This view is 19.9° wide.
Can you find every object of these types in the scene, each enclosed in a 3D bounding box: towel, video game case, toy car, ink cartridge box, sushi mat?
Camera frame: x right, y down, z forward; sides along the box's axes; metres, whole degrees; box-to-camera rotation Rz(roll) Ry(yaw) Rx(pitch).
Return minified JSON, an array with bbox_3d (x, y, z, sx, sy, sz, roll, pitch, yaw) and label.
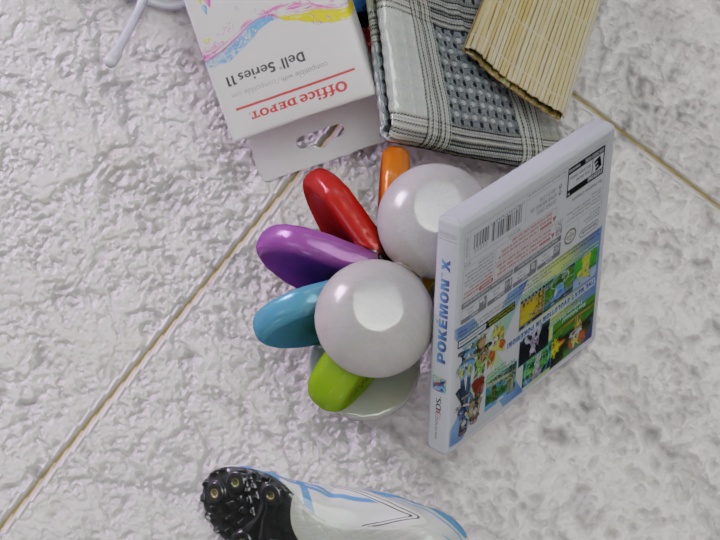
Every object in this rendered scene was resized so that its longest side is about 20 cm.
[{"bbox_3d":[0.080,-0.180,1.555,0.192,0.034,0.201,8,68,-41],"label":"towel"},{"bbox_3d":[0.114,0.009,1.449,0.022,0.183,0.200,21,35,31],"label":"video game case"},{"bbox_3d":[0.000,0.000,1.468,0.149,0.175,0.201,31,73,7],"label":"toy car"},{"bbox_3d":[-0.058,-0.171,1.520,0.116,0.067,0.201,-19,99,5],"label":"ink cartridge box"},{"bbox_3d":[0.143,-0.213,1.592,0.095,0.012,0.201,34,52,-17],"label":"sushi mat"}]

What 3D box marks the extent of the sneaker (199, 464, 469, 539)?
[{"bbox_3d":[-0.019,0.185,1.475,0.199,0.072,0.072,15,100,10],"label":"sneaker"}]

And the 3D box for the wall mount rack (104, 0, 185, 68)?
[{"bbox_3d":[-0.218,-0.238,1.563,0.199,0.075,0.175,18,72,-1],"label":"wall mount rack"}]

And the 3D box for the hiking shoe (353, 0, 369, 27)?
[{"bbox_3d":[-0.006,-0.232,1.596,0.087,0.074,0.200,37,83,1],"label":"hiking shoe"}]
